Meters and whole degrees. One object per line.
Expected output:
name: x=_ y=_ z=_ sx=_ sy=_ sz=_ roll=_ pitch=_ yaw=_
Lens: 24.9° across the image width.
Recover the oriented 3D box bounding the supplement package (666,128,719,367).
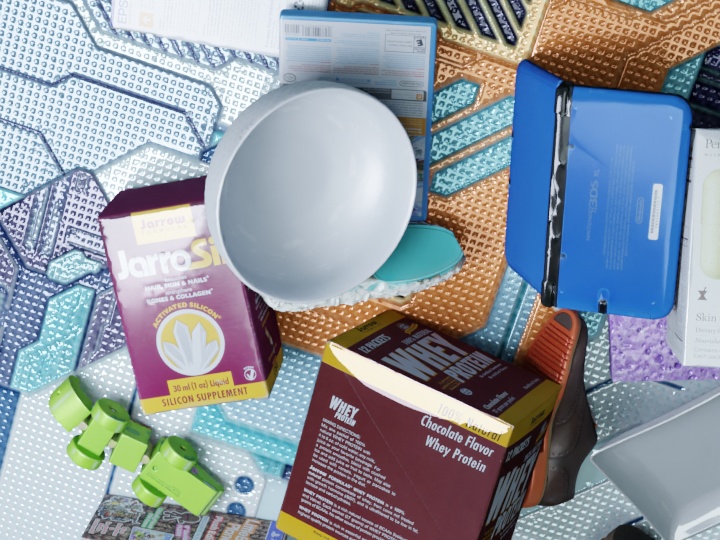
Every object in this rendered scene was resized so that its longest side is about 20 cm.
supplement package: x=0.355 y=-0.022 z=1.434 sx=0.150 sy=0.151 sz=0.203 roll=2 pitch=95 yaw=5

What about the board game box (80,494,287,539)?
board game box: x=-0.183 y=0.334 z=1.658 sx=0.197 sy=0.097 sz=0.161 roll=8 pitch=109 yaw=4

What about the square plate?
square plate: x=0.339 y=0.171 z=1.544 sx=0.197 sy=0.029 sz=0.200 roll=-29 pitch=134 yaw=17

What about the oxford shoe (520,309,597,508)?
oxford shoe: x=0.195 y=0.133 z=1.579 sx=0.072 sy=0.071 sz=0.202 roll=4 pitch=109 yaw=-24

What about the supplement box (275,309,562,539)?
supplement box: x=0.055 y=0.176 z=1.530 sx=0.196 sy=0.133 sz=0.202 roll=23 pitch=111 yaw=21

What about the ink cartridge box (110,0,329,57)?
ink cartridge box: x=-0.119 y=-0.301 z=1.469 sx=0.197 sy=0.043 sz=0.199 roll=11 pitch=112 yaw=3

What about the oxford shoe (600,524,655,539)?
oxford shoe: x=0.306 y=0.333 z=1.634 sx=0.200 sy=0.072 sz=0.071 roll=41 pitch=135 yaw=-8

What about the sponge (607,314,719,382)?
sponge: x=0.333 y=0.049 z=1.545 sx=0.197 sy=0.030 sz=0.113 roll=-1 pitch=108 yaw=6

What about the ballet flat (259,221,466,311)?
ballet flat: x=0.000 y=0.000 z=1.545 sx=0.197 sy=0.072 sz=0.073 roll=-9 pitch=108 yaw=-3

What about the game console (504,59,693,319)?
game console: x=0.208 y=-0.076 z=1.457 sx=0.169 sy=0.118 sz=0.203 roll=7 pitch=110 yaw=14

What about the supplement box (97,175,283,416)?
supplement box: x=-0.157 y=0.021 z=1.549 sx=0.129 sy=0.103 sz=0.202 roll=-9 pitch=107 yaw=9

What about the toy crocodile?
toy crocodile: x=-0.226 y=0.178 z=1.637 sx=0.199 sy=0.062 sz=0.068 roll=32 pitch=108 yaw=-10

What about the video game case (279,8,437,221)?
video game case: x=-0.005 y=-0.140 z=1.500 sx=0.141 sy=0.018 sz=0.202 roll=3 pitch=121 yaw=2

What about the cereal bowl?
cereal bowl: x=-0.053 y=-0.077 z=1.461 sx=0.198 sy=0.083 sz=0.203 roll=-12 pitch=115 yaw=-26
